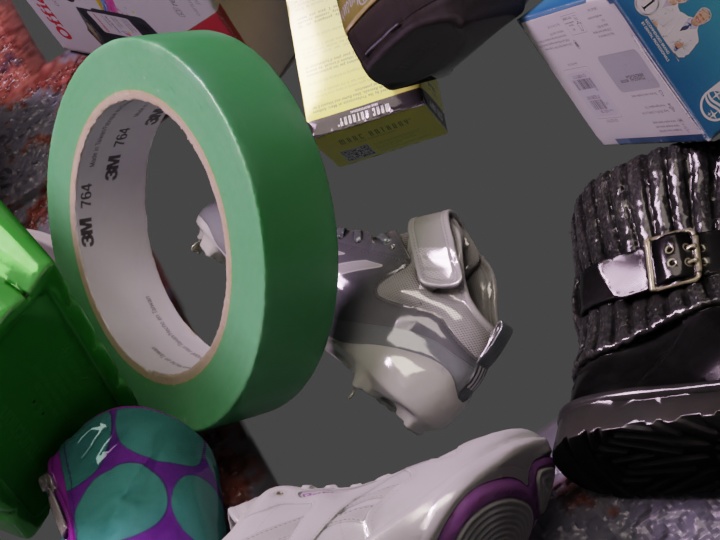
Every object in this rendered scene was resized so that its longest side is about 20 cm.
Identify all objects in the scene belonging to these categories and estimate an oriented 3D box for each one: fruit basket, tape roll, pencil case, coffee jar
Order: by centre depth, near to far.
[{"bbox_3d":[-0.103,0.159,0.751,0.092,0.086,0.201,10,34,-18],"label":"pencil case"},{"bbox_3d":[-0.222,0.012,0.815,0.215,0.216,0.156,23,66,39],"label":"fruit basket"},{"bbox_3d":[-0.091,-0.020,0.839,0.048,0.202,0.200,-12,31,-39],"label":"tape roll"},{"bbox_3d":[0.014,-0.203,0.874,0.085,0.104,0.202,-18,82,-30],"label":"coffee jar"}]

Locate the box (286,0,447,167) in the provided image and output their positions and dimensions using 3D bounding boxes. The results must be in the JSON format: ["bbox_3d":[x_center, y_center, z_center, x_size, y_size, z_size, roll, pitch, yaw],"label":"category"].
[{"bbox_3d":[-0.006,-0.168,0.963,0.075,0.050,0.202,-17,71,15],"label":"box"}]

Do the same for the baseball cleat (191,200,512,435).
[{"bbox_3d":[0.000,0.000,0.853,0.200,0.070,0.107,39,90,32],"label":"baseball cleat"}]

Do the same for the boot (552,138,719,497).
[{"bbox_3d":[0.186,0.014,0.738,0.209,0.080,0.159,-4,52,26],"label":"boot"}]

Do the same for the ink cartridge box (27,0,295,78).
[{"bbox_3d":[-0.140,-0.203,1.046,0.199,0.146,0.083,15,63,37],"label":"ink cartridge box"}]

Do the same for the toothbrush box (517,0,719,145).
[{"bbox_3d":[0.193,-0.153,0.795,0.200,0.086,0.146,-39,10,-7],"label":"toothbrush box"}]

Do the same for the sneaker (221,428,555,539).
[{"bbox_3d":[-0.001,0.112,0.713,0.199,0.075,0.099,-26,41,-31],"label":"sneaker"}]

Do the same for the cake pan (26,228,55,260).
[{"bbox_3d":[-0.232,0.065,0.947,0.198,0.037,0.202,-15,48,17],"label":"cake pan"}]
